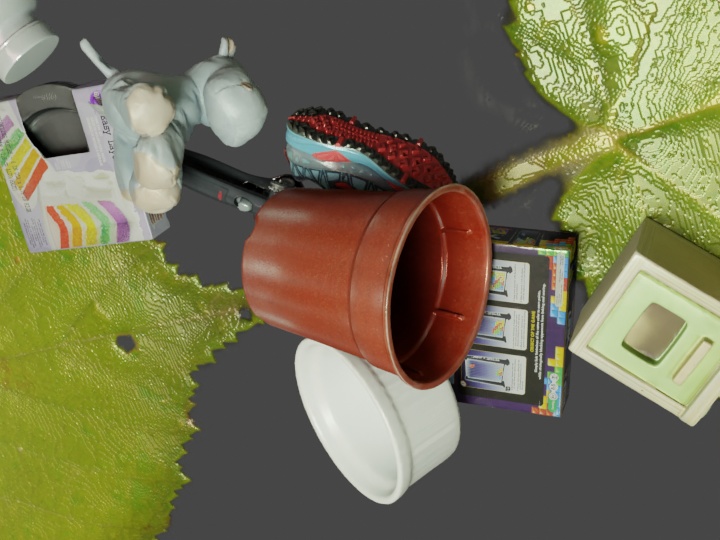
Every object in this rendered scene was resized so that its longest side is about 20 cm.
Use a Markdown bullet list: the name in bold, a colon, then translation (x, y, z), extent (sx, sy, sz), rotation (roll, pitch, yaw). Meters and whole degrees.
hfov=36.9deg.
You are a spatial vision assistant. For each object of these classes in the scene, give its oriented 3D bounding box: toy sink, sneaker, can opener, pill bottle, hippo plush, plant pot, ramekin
- **toy sink**: translation (0.332, 0.064, 1.082), extent (0.200, 0.112, 0.130), rotation (32, 119, 5)
- **sneaker**: translation (0.011, -0.103, 1.162), extent (0.200, 0.079, 0.096), rotation (26, 136, 12)
- **can opener**: translation (-0.144, -0.091, 1.217), extent (0.200, 0.063, 0.079), rotation (23, 118, 9)
- **pill bottle**: translation (-0.434, -0.310, 1.200), extent (0.200, 0.112, 0.112), rotation (48, 119, -4)
- **hippo plush**: translation (-0.186, -0.158, 1.157), extent (0.200, 0.161, 0.160), rotation (44, 143, 49)
- **plant pot**: translation (0.000, 0.000, 1.085), extent (0.195, 0.201, 0.201), rotation (12, 117, 33)
- **ramekin**: translation (0.021, 0.146, 1.193), extent (0.200, 0.098, 0.201), rotation (43, 147, 38)

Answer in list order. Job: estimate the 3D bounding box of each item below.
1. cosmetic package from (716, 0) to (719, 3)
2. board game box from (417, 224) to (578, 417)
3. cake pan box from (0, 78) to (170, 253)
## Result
- **cosmetic package**: translation (0.321, -0.281, 0.944), extent (0.200, 0.105, 0.071), rotation (35, 119, 4)
- **board game box**: translation (0.147, 0.051, 1.177), extent (0.165, 0.057, 0.200), rotation (8, 115, 19)
- **cake pan box**: translation (-0.337, -0.127, 1.280), extent (0.184, 0.052, 0.200), rotation (-4, 110, 19)
